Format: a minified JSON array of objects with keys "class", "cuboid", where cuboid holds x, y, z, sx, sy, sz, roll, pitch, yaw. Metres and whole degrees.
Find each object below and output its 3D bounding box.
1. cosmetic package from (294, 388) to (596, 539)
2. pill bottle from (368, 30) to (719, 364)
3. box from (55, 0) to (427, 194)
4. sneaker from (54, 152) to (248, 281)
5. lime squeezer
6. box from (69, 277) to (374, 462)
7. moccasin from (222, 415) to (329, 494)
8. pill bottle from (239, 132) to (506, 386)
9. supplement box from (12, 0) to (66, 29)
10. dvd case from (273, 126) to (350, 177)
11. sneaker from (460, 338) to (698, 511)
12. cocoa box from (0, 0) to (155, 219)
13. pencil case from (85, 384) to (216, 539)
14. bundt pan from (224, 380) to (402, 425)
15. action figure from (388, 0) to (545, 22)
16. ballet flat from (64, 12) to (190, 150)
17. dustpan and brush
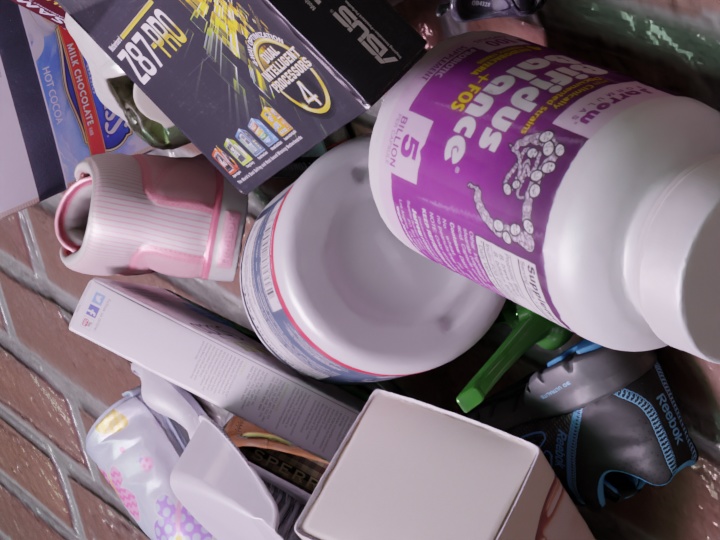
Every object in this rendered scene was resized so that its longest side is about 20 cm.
[{"class":"cosmetic package","cuboid":[0.059,0.152,1.084,0.103,0.087,0.200,20,160,29]},{"class":"pill bottle","cuboid":[0.101,-0.031,0.921,0.200,0.112,0.112,27,136,50]},{"class":"box","cuboid":[-0.068,-0.124,0.996,0.161,0.049,0.200,48,160,-7]},{"class":"sneaker","cuboid":[-0.121,-0.036,1.223,0.200,0.104,0.075,-126,43,-82]},{"class":"lime squeezer","cuboid":[0.079,0.032,1.080,0.038,0.071,0.200,39,-174,-6]},{"class":"box","cuboid":[-0.051,0.063,1.197,0.200,0.036,0.144,27,-177,12]},{"class":"moccasin","cuboid":[0.006,0.143,1.220,0.201,0.074,0.078,33,-172,-2]},{"class":"pill bottle","cuboid":[0.000,0.000,1.113,0.120,0.119,0.200,64,168,0]},{"class":"supplement box","cuboid":[-0.123,-0.211,1.136,0.061,0.109,0.200,29,157,-25]},{"class":"dvd case","cuboid":[-0.074,-0.150,1.238,0.146,0.022,0.200,5,119,60]},{"class":"sneaker","cuboid":[0.099,0.091,1.082,0.082,0.073,0.200,58,155,4]},{"class":"cocoa box","cuboid":[-0.239,-0.159,1.405,0.133,0.131,0.200,27,136,50]},{"class":"pencil case","cuboid":[-0.119,0.176,1.545,0.200,0.083,0.091,52,158,24]},{"class":"bundt pan","cuboid":[-0.021,0.145,1.347,0.202,0.076,0.202,43,147,37]},{"class":"action figure","cuboid":[0.009,-0.170,0.982,0.200,0.102,0.119,18,132,43]},{"class":"ballet flat","cuboid":[-0.114,-0.102,1.179,0.069,0.069,0.200,56,179,16]},{"class":"dustpan and brush","cuboid":[-0.069,0.108,1.127,0.200,0.057,0.140,27,161,36]}]
